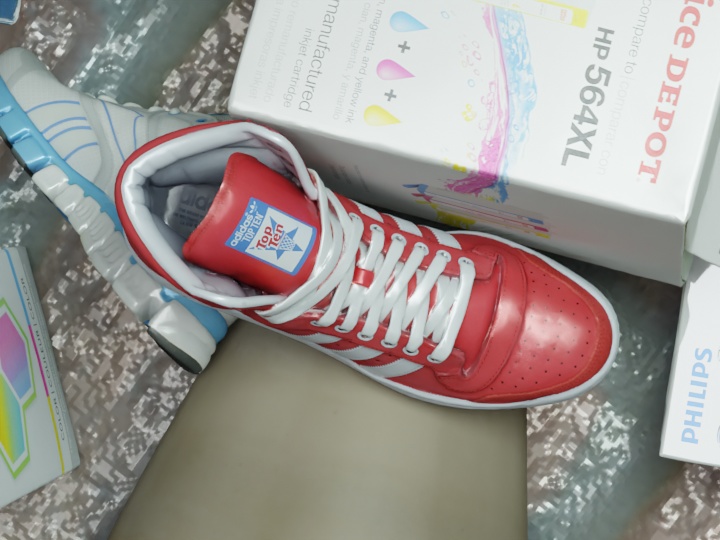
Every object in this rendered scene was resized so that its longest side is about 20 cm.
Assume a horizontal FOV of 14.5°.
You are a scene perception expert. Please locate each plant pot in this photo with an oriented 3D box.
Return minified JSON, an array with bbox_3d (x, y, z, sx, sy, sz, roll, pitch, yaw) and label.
[{"bbox_3d":[-0.008,0.099,1.169,0.200,0.200,0.174,13,78,10],"label":"plant pot"}]

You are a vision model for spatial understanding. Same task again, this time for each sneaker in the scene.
[{"bbox_3d":[0.000,0.000,1.058,0.200,0.112,0.071,16,83,6],"label":"sneaker"},{"bbox_3d":[-0.089,-0.043,1.195,0.087,0.075,0.200,-41,51,-2],"label":"sneaker"}]

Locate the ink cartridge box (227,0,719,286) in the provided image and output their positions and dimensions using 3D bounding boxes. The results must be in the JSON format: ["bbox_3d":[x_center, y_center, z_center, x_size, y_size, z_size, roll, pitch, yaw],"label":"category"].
[{"bbox_3d":[0.069,-0.082,1.077,0.200,0.125,0.129,14,82,9],"label":"ink cartridge box"}]

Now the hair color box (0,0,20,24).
[{"bbox_3d":[-0.211,-0.163,1.186,0.200,0.060,0.100,15,98,50],"label":"hair color box"}]

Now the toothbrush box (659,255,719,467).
[{"bbox_3d":[0.233,0.018,1.156,0.200,0.086,0.146,9,94,9],"label":"toothbrush box"}]

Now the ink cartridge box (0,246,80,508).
[{"bbox_3d":[-0.180,0.052,1.177,0.059,0.200,0.104,-15,91,11],"label":"ink cartridge box"}]
